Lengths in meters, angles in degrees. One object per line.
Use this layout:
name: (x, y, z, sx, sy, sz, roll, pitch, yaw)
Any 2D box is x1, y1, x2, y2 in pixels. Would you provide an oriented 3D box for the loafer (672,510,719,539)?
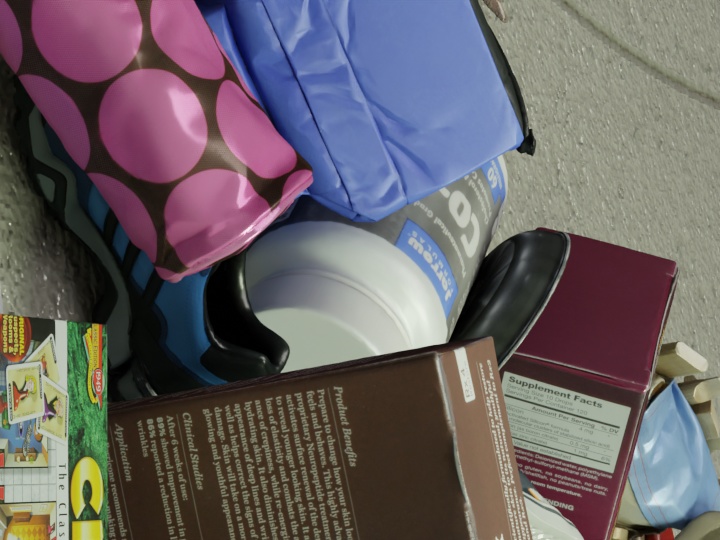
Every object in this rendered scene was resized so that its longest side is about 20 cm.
loafer: (0.184, 0.232, 1.722, 0.200, 0.068, 0.076, -50, 135, -18)

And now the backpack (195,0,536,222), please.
backpack: (-0.031, -0.121, 1.383, 0.200, 0.167, 0.163, -127, -163, -69)

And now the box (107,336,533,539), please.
box: (-0.033, 0.095, 1.250, 0.075, 0.199, 0.100, -14, 93, -65)

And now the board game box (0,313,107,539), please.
board game box: (-0.135, 0.119, 1.167, 0.105, 0.023, 0.201, 8, 80, -70)

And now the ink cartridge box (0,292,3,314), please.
ink cartridge box: (-0.211, -0.034, 1.112, 0.198, 0.047, 0.201, 2, 81, -66)

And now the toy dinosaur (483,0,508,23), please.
toy dinosaur: (0.049, -0.248, 1.693, 0.135, 0.086, 0.201, -15, 111, -54)

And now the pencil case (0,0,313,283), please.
pencil case: (-0.099, -0.097, 1.231, 0.200, 0.091, 0.094, 59, 33, -4)

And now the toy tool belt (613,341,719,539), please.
toy tool belt: (0.186, 0.121, 1.785, 0.200, 0.123, 0.125, 60, 32, -37)

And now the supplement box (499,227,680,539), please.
supplement box: (0.112, 0.091, 1.588, 0.110, 0.085, 0.200, -68, 171, -48)

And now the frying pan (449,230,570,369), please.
frying pan: (0.064, 0.017, 1.528, 0.031, 0.115, 0.190, 36, 3, -12)

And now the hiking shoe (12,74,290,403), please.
hiking shoe: (-0.092, -0.030, 1.305, 0.074, 0.086, 0.201, -52, 127, -57)

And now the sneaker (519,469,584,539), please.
sneaker: (0.064, 0.134, 1.520, 0.079, 0.078, 0.200, 51, -2, 39)

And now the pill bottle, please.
pill bottle: (0.000, 0.000, 1.454, 0.114, 0.113, 0.200, 66, 29, -28)
